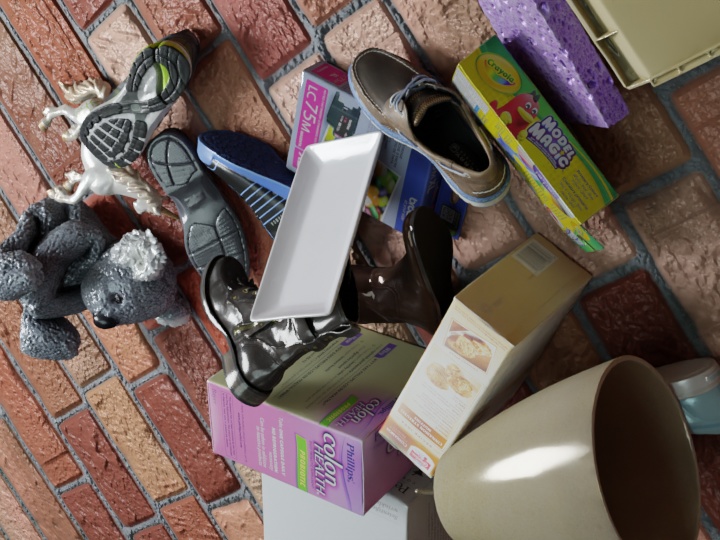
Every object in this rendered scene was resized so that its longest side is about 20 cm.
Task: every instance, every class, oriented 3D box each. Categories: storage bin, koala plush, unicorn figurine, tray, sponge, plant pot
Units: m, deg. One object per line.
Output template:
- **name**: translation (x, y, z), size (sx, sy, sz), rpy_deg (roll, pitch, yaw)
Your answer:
- **storage bin**: translation (0.241, -0.266, 1.013), size (0.198, 0.094, 0.200), rpy_deg (-24, 110, 42)
- **koala plush**: translation (-0.303, 0.004, 1.593), size (0.199, 0.185, 0.178), rpy_deg (8, 144, 18)
- **unicorn figurine**: translation (-0.299, -0.127, 1.557), size (0.137, 0.074, 0.201), rpy_deg (-10, 103, 30)
- **tray**: translation (-0.036, -0.039, 1.296), size (0.107, 0.201, 0.022), rpy_deg (-7, 147, 42)
- **sponge**: translation (0.144, -0.208, 1.128), size (0.201, 0.030, 0.111), rpy_deg (56, 170, -20)
- **plant pot**: translation (0.170, 0.188, 1.199), size (0.199, 0.187, 0.188), rpy_deg (-17, 103, 36)

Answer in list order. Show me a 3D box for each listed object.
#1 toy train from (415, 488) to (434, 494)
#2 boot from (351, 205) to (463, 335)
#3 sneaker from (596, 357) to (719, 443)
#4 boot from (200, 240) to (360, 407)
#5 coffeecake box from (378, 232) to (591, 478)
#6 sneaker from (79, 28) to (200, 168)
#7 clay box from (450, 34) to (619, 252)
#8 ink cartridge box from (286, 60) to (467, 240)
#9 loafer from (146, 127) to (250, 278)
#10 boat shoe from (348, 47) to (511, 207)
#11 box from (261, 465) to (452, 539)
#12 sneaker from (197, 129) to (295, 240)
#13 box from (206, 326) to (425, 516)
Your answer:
- **toy train**: translation (0.123, 0.233, 1.361), size (0.116, 0.199, 0.085), rpy_deg (121, 140, -51)
- **boot**: translation (0.000, 0.000, 1.362), size (0.199, 0.064, 0.187), rpy_deg (7, 140, 27)
- **sneaker**: translation (0.258, 0.144, 1.276), size (0.199, 0.074, 0.082), rpy_deg (-17, 99, 43)
- **boot**: translation (-0.073, 0.024, 1.352), size (0.174, 0.069, 0.201), rpy_deg (-42, 49, 27)
- **coffeecake box**: translation (0.118, 0.082, 1.295), size (0.073, 0.153, 0.201), rpy_deg (39, 132, 15)
- **sneaker**: translation (-0.233, -0.185, 1.464), size (0.074, 0.081, 0.200), rpy_deg (45, 127, -9)
- **clay box**: translation (0.159, -0.107, 1.185), size (0.048, 0.115, 0.200), rpy_deg (-38, 90, 1)
- **ink cartridge box**: translation (0.020, -0.114, 1.342), size (0.199, 0.042, 0.120), rpy_deg (29, 130, 20)
- **loafer**: translation (-0.174, -0.071, 1.516), size (0.071, 0.063, 0.201), rpy_deg (-21, 108, 12)
- **boat shoe**: translation (0.063, -0.146, 1.241), size (0.200, 0.072, 0.072), rpy_deg (42, 173, 18)
- **box**: translation (0.004, 0.271, 1.510), size (0.198, 0.131, 0.201), rpy_deg (19, 125, 28)
- **sneaker**: translation (-0.097, -0.078, 1.432), size (0.199, 0.070, 0.078), rpy_deg (30, 125, 21)
- **box**: translation (-0.030, 0.144, 1.432), size (0.199, 0.176, 0.097), rpy_deg (16, 124, 30)
